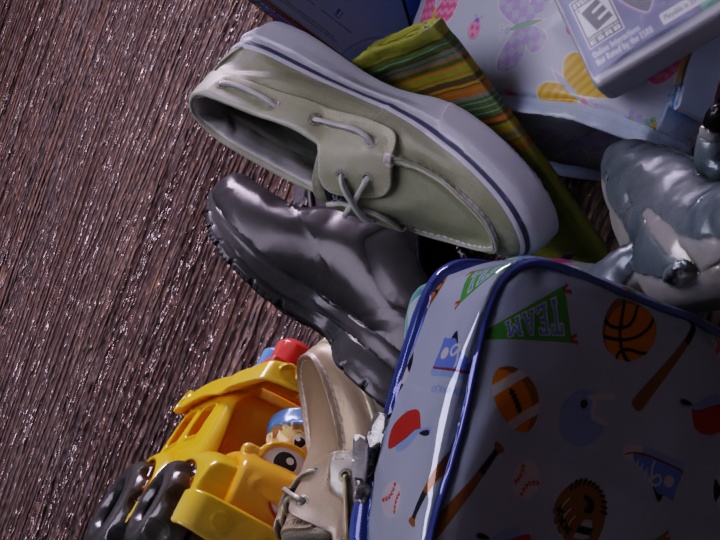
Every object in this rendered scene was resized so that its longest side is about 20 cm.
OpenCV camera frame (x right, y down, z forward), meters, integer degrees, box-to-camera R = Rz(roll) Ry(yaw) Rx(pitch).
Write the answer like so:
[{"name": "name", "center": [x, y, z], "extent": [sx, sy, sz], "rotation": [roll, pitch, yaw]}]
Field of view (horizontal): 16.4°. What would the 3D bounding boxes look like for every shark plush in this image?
[{"name": "shark plush", "center": [0.138, -0.028, 1.024], "extent": [0.200, 0.091, 0.083], "rotation": [125, 144, -81]}]

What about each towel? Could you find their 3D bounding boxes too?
[{"name": "towel", "center": [0.074, -0.032, 1.191], "extent": [0.018, 0.200, 0.086], "rotation": [-41, 10, -20]}]

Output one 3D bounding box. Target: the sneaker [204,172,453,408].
[{"name": "sneaker", "center": [0.000, 0.000, 1.311], "extent": [0.200, 0.076, 0.091], "rotation": [40, 95, 31]}]

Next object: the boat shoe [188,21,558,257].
[{"name": "boat shoe", "center": [0.004, -0.051, 1.185], "extent": [0.200, 0.072, 0.062], "rotation": [30, 60, 33]}]

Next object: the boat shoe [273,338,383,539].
[{"name": "boat shoe", "center": [-0.012, 0.130, 1.337], "extent": [0.072, 0.065, 0.200], "rotation": [119, 141, -63]}]

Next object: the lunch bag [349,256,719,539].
[{"name": "lunch bag", "center": [0.090, 0.088, 1.006], "extent": [0.076, 0.200, 0.160], "rotation": [-3, 68, 59]}]

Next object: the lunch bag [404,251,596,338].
[{"name": "lunch bag", "center": [0.080, 0.091, 1.155], "extent": [0.160, 0.077, 0.200], "rotation": [161, 110, -66]}]

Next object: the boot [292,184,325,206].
[{"name": "boot", "center": [-0.004, -0.099, 1.608], "extent": [0.132, 0.070, 0.200], "rotation": [139, 148, -63]}]

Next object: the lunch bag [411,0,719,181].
[{"name": "lunch bag", "center": [0.124, -0.131, 1.211], "extent": [0.200, 0.127, 0.170], "rotation": [7, 77, 60]}]

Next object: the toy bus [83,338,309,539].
[{"name": "toy bus", "center": [-0.052, 0.116, 1.466], "extent": [0.192, 0.136, 0.200], "rotation": [-62, 13, -19]}]

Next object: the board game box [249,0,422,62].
[{"name": "board game box", "center": [0.011, -0.150, 1.270], "extent": [0.103, 0.200, 0.019], "rotation": [-60, 28, -10]}]

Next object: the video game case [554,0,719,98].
[{"name": "video game case", "center": [0.158, -0.201, 1.118], "extent": [0.200, 0.023, 0.182], "rotation": [-31, 61, 18]}]

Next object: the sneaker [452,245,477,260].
[{"name": "sneaker", "center": [0.035, -0.005, 1.385], "extent": [0.087, 0.074, 0.200], "rotation": [107, 166, -60]}]
